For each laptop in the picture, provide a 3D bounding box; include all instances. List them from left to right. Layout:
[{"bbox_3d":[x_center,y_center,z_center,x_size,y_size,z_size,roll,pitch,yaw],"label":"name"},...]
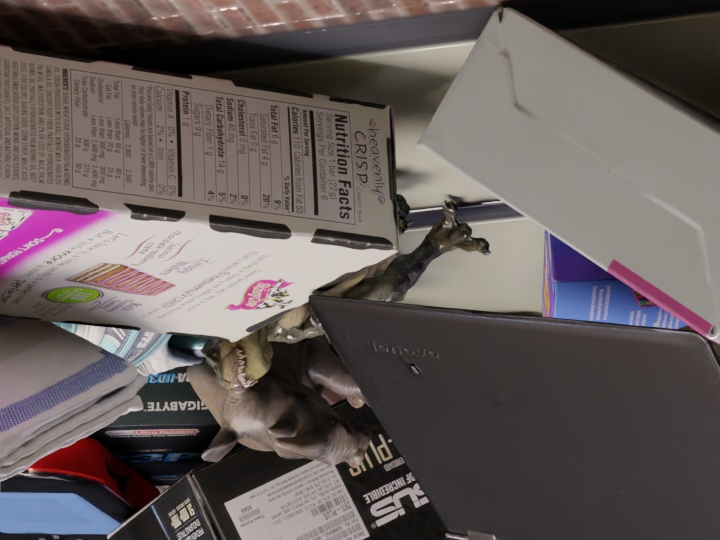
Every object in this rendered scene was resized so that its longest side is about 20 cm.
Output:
[{"bbox_3d":[0.116,0.056,1.069,0.187,0.116,0.200,6,-168,43],"label":"laptop"}]

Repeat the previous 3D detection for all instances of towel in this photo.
[{"bbox_3d":[-0.191,0.021,1.058,0.200,0.024,0.147,23,-165,13],"label":"towel"}]

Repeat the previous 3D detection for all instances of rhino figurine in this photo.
[{"bbox_3d":[-0.033,0.052,1.240,0.087,0.060,0.200,18,-167,-4],"label":"rhino figurine"}]

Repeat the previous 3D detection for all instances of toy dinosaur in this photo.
[{"bbox_3d":[0.000,0.000,1.193,0.088,0.048,0.200,-36,173,27],"label":"toy dinosaur"}]

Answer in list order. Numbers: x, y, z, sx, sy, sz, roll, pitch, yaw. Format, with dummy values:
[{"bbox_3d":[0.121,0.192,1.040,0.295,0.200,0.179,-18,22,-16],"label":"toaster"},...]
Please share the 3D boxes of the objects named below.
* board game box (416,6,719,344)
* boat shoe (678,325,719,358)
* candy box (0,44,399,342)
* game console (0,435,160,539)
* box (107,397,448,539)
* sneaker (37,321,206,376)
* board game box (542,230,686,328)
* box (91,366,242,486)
[{"bbox_3d":[0.136,-0.014,1.016,0.147,0.064,0.200,37,-170,36],"label":"board game box"},{"bbox_3d":[0.179,0.055,1.208,0.072,0.065,0.200,-11,170,17],"label":"boat shoe"},{"bbox_3d":[-0.104,-0.027,1.029,0.200,0.061,0.136,8,161,-29],"label":"candy box"},{"bbox_3d":[-0.201,0.118,1.466,0.176,0.031,0.200,-5,163,9],"label":"game console"},{"bbox_3d":[-0.007,0.116,1.413,0.200,0.086,0.164,-24,174,-24],"label":"box"},{"bbox_3d":[-0.100,0.027,1.210,0.086,0.078,0.200,0,169,-7],"label":"sneaker"},{"bbox_3d":[0.149,0.006,1.257,0.134,0.045,0.200,-3,165,2],"label":"board game box"},{"bbox_3d":[-0.161,0.078,1.470,0.199,0.046,0.159,-2,164,0],"label":"box"}]
